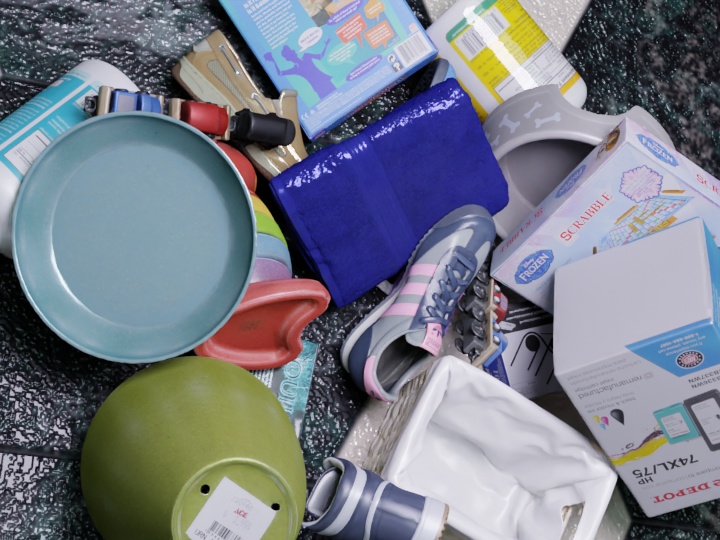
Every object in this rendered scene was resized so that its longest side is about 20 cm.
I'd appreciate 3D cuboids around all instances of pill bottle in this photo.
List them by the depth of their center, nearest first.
[{"bbox_3d":[-0.272,-0.084,1.153,0.200,0.111,0.111,-42,93,-26],"label":"pill bottle"},{"bbox_3d":[0.156,-0.185,1.352,0.113,0.113,0.200,-42,93,-26],"label":"pill bottle"}]

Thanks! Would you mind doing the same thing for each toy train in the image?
[{"bbox_3d":[-0.140,-0.128,1.146,0.199,0.046,0.034,4,94,-38],"label":"toy train"},{"bbox_3d":[0.116,0.030,1.266,0.046,0.034,0.200,37,28,-14],"label":"toy train"}]

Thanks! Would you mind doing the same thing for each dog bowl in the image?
[{"bbox_3d":[0.201,-0.082,1.290,0.199,0.200,0.059,31,48,-11],"label":"dog bowl"}]

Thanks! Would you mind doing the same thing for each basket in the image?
[{"bbox_3d":[0.109,0.189,1.224,0.199,0.123,0.136,32,67,-10],"label":"basket"}]

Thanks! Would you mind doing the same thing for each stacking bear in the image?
[{"bbox_3d":[-0.117,-0.027,1.189,0.113,0.122,0.201,-3,56,-27],"label":"stacking bear"}]

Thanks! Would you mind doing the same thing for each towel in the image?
[{"bbox_3d":[0.028,-0.073,1.231,0.199,0.050,0.148,-30,121,-4],"label":"towel"}]

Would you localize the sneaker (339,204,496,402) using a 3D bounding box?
[{"bbox_3d":[0.066,0.035,1.224,0.070,0.082,0.201,29,102,-33],"label":"sneaker"}]

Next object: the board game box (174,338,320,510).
[{"bbox_3d":[-0.119,0.143,1.197,0.134,0.028,0.202,18,69,-17],"label":"board game box"}]

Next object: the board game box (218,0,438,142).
[{"bbox_3d":[-0.041,-0.249,1.296,0.152,0.045,0.201,-33,90,1],"label":"board game box"}]

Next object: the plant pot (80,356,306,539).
[{"bbox_3d":[-0.115,0.173,1.048,0.185,0.200,0.189,-1,94,-17],"label":"plant pot"}]

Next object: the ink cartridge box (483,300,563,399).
[{"bbox_3d":[0.214,0.068,1.344,0.198,0.044,0.095,-11,81,-25],"label":"ink cartridge box"}]

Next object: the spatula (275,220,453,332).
[{"bbox_3d":[0.000,0.000,1.289,0.199,0.021,0.057,27,69,-13],"label":"spatula"}]

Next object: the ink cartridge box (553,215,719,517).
[{"bbox_3d":[0.281,0.089,1.207,0.200,0.146,0.147,53,28,-30],"label":"ink cartridge box"}]

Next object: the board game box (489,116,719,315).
[{"bbox_3d":[0.258,-0.016,1.249,0.199,0.200,0.041,32,38,-15],"label":"board game box"}]

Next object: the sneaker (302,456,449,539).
[{"bbox_3d":[-0.002,0.219,1.138,0.108,0.200,0.071,22,62,-3],"label":"sneaker"}]

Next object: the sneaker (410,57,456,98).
[{"bbox_3d":[0.074,-0.103,1.309,0.078,0.066,0.202,14,85,-12],"label":"sneaker"}]

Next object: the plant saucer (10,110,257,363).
[{"bbox_3d":[-0.180,-0.027,1.089,0.198,0.036,0.202,0,94,2],"label":"plant saucer"}]

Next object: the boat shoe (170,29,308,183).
[{"bbox_3d":[-0.085,-0.139,1.253,0.076,0.072,0.200,-43,95,3],"label":"boat shoe"}]
